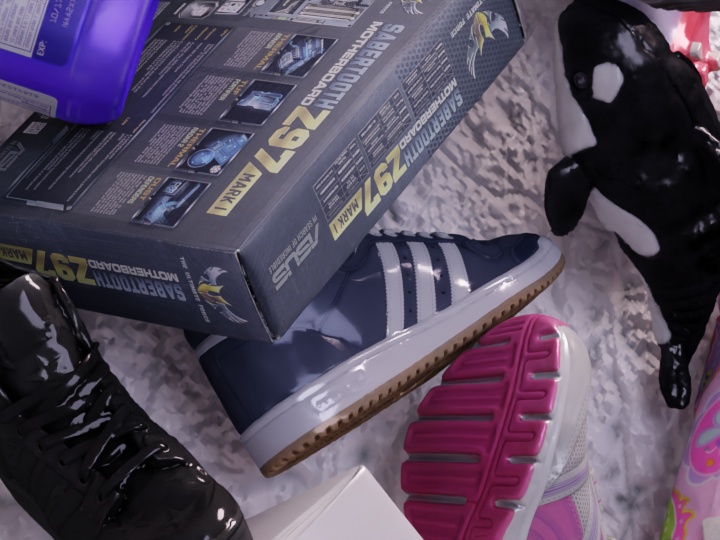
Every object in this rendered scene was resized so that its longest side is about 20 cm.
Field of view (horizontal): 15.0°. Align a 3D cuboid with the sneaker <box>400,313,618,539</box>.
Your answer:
[{"bbox_3d":[0.069,0.119,1.160,0.088,0.081,0.201,10,91,-41],"label":"sneaker"}]

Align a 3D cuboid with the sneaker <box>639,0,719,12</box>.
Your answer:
[{"bbox_3d":[0.121,-0.162,1.202,0.200,0.074,0.083,4,86,-57],"label":"sneaker"}]

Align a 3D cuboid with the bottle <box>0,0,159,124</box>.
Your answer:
[{"bbox_3d":[-0.179,-0.124,1.083,0.199,0.065,0.084,18,67,-3],"label":"bottle"}]

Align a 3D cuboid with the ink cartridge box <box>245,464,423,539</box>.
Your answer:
[{"bbox_3d":[0.004,0.187,1.059,0.083,0.146,0.200,-42,97,-34],"label":"ink cartridge box"}]

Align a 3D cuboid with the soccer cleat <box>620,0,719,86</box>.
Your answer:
[{"bbox_3d":[0.134,-0.119,1.317,0.067,0.076,0.201,36,61,-65],"label":"soccer cleat"}]

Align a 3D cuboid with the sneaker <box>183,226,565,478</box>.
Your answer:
[{"bbox_3d":[0.000,0.000,1.176,0.200,0.070,0.109,-31,81,-43],"label":"sneaker"}]

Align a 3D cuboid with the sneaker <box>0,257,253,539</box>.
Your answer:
[{"bbox_3d":[-0.117,0.050,1.030,0.060,0.200,0.105,-34,119,-20],"label":"sneaker"}]

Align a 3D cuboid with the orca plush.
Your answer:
[{"bbox_3d":[0.141,-0.028,1.218,0.105,0.071,0.201,-25,119,-36],"label":"orca plush"}]

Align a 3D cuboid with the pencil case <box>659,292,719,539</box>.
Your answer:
[{"bbox_3d":[0.184,0.096,1.246,0.087,0.087,0.201,31,58,-19],"label":"pencil case"}]

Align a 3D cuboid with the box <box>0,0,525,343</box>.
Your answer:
[{"bbox_3d":[-0.048,-0.061,1.115,0.200,0.157,0.051,-52,134,-34],"label":"box"}]
